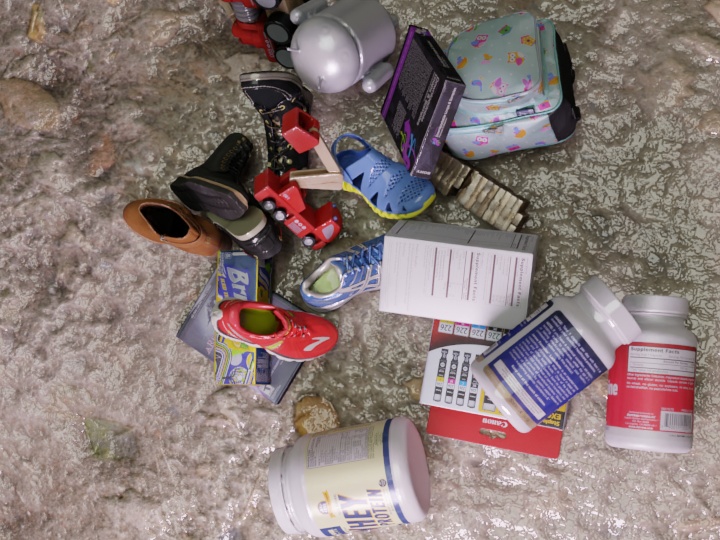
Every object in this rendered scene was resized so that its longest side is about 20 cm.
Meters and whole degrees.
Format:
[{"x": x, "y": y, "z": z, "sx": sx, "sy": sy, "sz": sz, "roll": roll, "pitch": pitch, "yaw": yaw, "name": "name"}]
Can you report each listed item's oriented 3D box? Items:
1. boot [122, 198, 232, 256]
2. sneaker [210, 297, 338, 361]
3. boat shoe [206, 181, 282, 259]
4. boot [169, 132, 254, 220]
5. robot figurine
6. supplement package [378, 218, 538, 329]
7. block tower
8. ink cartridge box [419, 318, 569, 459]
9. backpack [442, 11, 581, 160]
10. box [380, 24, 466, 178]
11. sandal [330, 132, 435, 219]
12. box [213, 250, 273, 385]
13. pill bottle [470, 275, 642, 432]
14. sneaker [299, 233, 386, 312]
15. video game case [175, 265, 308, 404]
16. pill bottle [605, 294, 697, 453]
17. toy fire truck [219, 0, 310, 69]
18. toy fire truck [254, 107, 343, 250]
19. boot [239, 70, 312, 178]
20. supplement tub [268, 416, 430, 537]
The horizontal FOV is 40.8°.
[{"x": -0.306, "y": -0.072, "z": 1.476, "sx": 0.200, "sy": 0.155, "sz": 0.077, "roll": 26, "pitch": 91, "yaw": 17, "name": "boot"}, {"x": -0.114, "y": 0.086, "z": 1.383, "sx": 0.085, "sy": 0.200, "sz": 0.077, "roll": -8, "pitch": 72, "yaw": 59, "name": "sneaker"}, {"x": -0.176, "y": -0.076, "z": 1.453, "sx": 0.074, "sy": 0.063, "sz": 0.201, "roll": -40, "pitch": 35, "yaw": -4, "name": "boat shoe"}, {"x": -0.193, "y": -0.153, "z": 1.440, "sx": 0.138, "sy": 0.078, "sz": 0.200, "roll": -48, "pitch": 34, "yaw": -17, "name": "boot"}, {"x": -0.025, "y": -0.330, "z": 1.416, "sx": 0.170, "sy": 0.200, "sz": 0.113, "roll": 43, "pitch": 138, "yaw": 7, "name": "robot figurine"}, {"x": 0.137, "y": 0.003, "z": 1.332, "sx": 0.200, "sy": 0.114, "sz": 0.110, "roll": 8, "pitch": 107, "yaw": 13, "name": "supplement package"}, {"x": 0.153, "y": -0.125, "z": 1.405, "sx": 0.200, "sy": 0.058, "sz": 0.054, "roll": 35, "pitch": 105, "yaw": 15, "name": "block tower"}, {"x": 0.191, "y": 0.160, "z": 1.345, "sx": 0.200, "sy": 0.084, "sz": 0.176, "roll": 8, "pitch": 85, "yaw": 16, "name": "ink cartridge box"}, {"x": 0.188, "y": -0.255, "z": 1.362, "sx": 0.200, "sy": 0.153, "sz": 0.176, "roll": -16, "pitch": 60, "yaw": 27, "name": "backpack"}, {"x": 0.083, "y": -0.237, "z": 1.347, "sx": 0.036, "sy": 0.200, "sz": 0.143, "roll": 9, "pitch": 122, "yaw": -18, "name": "box"}, {"x": 0.022, "y": -0.139, "z": 1.397, "sx": 0.200, "sy": 0.087, "sz": 0.080, "roll": 26, "pitch": 64, "yaw": 35, "name": "sandal"}, {"x": -0.174, "y": 0.071, "z": 1.451, "sx": 0.070, "sy": 0.064, "sz": 0.201, "roll": -1, "pitch": 82, "yaw": 15, "name": "box"}, {"x": 0.249, "y": 0.104, "z": 1.234, "sx": 0.200, "sy": 0.116, "sz": 0.116, "roll": -39, "pitch": 75, "yaw": 6, "name": "pill bottle"}, {"x": 0.000, "y": 0.000, "z": 1.423, "sx": 0.200, "sy": 0.077, "sz": 0.076, "roll": -32, "pitch": 74, "yaw": 6, "name": "sneaker"}, {"x": -0.170, "y": 0.092, "z": 1.489, "sx": 0.200, "sy": 0.019, "sz": 0.143, "roll": 31, "pitch": 92, "yaw": 16, "name": "video game case"}, {"x": 0.385, "y": 0.135, "z": 1.280, "sx": 0.112, "sy": 0.112, "sz": 0.201, "roll": 3, "pitch": 83, "yaw": 16, "name": "pill bottle"}, {"x": -0.172, "y": -0.417, "z": 1.485, "sx": 0.200, "sy": 0.176, "sz": 0.129, "roll": 10, "pitch": 58, "yaw": 22, "name": "toy fire truck"}, {"x": -0.075, "y": -0.126, "z": 1.397, "sx": 0.141, "sy": 0.200, "sz": 0.049, "roll": -31, "pitch": 37, "yaw": 23, "name": "toy fire truck"}, {"x": -0.118, "y": -0.203, "z": 1.421, "sx": 0.073, "sy": 0.204, "sz": 0.154, "roll": -1, "pitch": 87, "yaw": 16, "name": "boot"}, {"x": -0.014, "y": 0.291, "z": 1.354, "sx": 0.200, "sy": 0.145, "sz": 0.145, "roll": -13, "pitch": 79, "yaw": 14, "name": "supplement tub"}]
